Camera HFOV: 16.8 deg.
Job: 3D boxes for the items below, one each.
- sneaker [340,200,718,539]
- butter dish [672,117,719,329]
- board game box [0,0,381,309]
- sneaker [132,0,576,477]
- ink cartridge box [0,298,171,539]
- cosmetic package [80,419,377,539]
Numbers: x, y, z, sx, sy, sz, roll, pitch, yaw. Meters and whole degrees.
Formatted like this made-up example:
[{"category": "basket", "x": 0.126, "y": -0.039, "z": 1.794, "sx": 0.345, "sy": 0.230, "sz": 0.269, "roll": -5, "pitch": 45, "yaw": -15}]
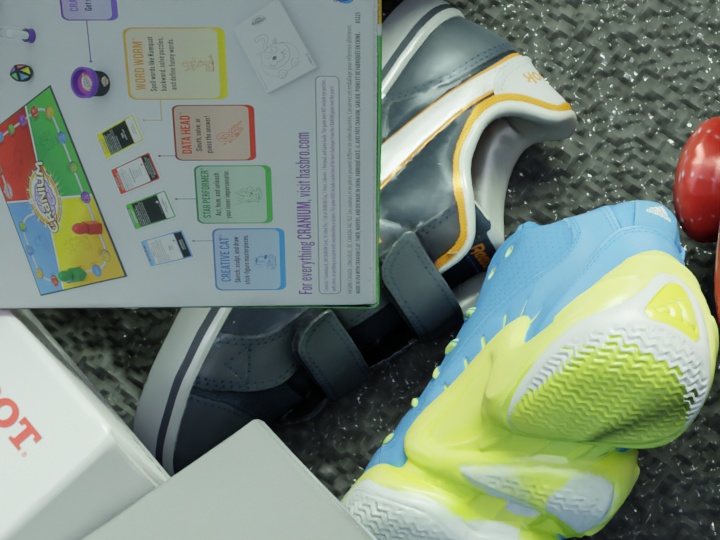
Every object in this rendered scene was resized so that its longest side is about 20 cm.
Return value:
[{"category": "sneaker", "x": 0.054, "y": 0.050, "z": 0.842, "sx": 0.076, "sy": 0.105, "sz": 0.200, "roll": 33, "pitch": 130, "yaw": -18}, {"category": "butter dish", "x": 0.175, "y": -0.022, "z": 0.811, "sx": 0.148, "sy": 0.200, "sz": 0.199, "roll": 8, "pitch": 81, "yaw": 32}, {"category": "board game box", "x": -0.093, "y": -0.053, "z": 0.717, "sx": 0.200, "sy": 0.153, "sz": 0.040, "roll": 0, "pitch": 46, "yaw": -1}, {"category": "sneaker", "x": 0.000, "y": 0.000, "z": 0.865, "sx": 0.079, "sy": 0.078, "sz": 0.200, "roll": 32, "pitch": 85, "yaw": 17}, {"category": "ink cartridge box", "x": -0.176, "y": 0.087, "z": 0.789, "sx": 0.200, "sy": 0.084, "sz": 0.146, "roll": -42, "pitch": 57, "yaw": -5}, {"category": "cosmetic package", "x": -0.079, "y": 0.150, "z": 0.752, "sx": 0.200, "sy": 0.107, "sz": 0.090, "roll": -33, "pitch": 53, "yaw": -14}]
